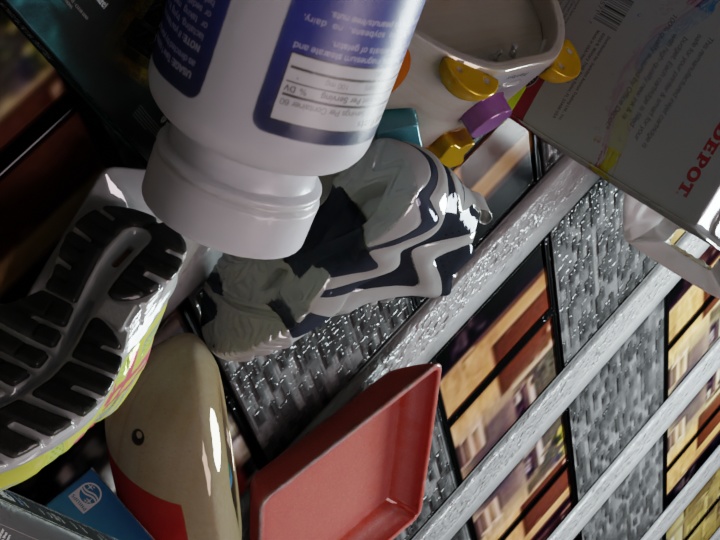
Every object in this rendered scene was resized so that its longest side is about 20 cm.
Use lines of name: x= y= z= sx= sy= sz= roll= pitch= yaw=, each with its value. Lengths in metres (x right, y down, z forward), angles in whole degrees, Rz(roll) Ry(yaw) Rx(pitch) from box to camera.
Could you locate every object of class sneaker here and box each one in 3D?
sneaker: x=0.000 y=0.000 z=0.976 sx=0.199 sy=0.080 sz=0.129 roll=-44 pitch=145 yaw=25
sneaker: x=-0.148 y=0.055 z=0.751 sx=0.200 sy=0.078 sz=0.091 roll=-49 pitch=164 yaw=-50

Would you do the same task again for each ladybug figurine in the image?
ladybug figurine: x=-0.116 y=0.121 z=0.966 sx=0.071 sy=0.137 sz=0.201 roll=-8 pitch=145 yaw=-4

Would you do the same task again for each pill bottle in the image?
pill bottle: x=-0.038 y=-0.115 z=0.756 sx=0.119 sy=0.119 sz=0.202 roll=-12 pitch=130 yaw=-52

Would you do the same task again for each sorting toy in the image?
sorting toy: x=0.033 y=-0.101 z=0.998 sx=0.199 sy=0.107 sz=0.180 roll=-19 pitch=155 yaw=-48

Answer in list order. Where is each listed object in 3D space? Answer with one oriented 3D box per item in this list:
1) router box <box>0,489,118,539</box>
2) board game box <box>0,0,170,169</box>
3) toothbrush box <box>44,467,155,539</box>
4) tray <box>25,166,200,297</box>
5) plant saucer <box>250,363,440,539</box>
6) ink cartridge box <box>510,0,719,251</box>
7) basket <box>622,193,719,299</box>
router box: x=-0.199 y=0.212 z=0.775 sx=0.150 sy=0.062 sz=0.202 roll=38 pitch=75 yaw=-48
board game box: x=-0.100 y=-0.142 z=0.787 sx=0.136 sy=0.028 sz=0.200 roll=-51 pitch=152 yaw=-8
toothbrush box: x=-0.214 y=0.233 z=0.923 sx=0.199 sy=0.085 sz=0.147 roll=-37 pitch=165 yaw=-29
tray: x=-0.150 y=0.029 z=0.872 sx=0.107 sy=0.022 sz=0.201 roll=-1 pitch=130 yaw=-57
plant saucer: x=-0.021 y=0.182 z=1.243 sx=0.199 sy=0.037 sz=0.201 roll=-36 pitch=147 yaw=-34
ink cartridge box: x=0.219 y=-0.126 z=1.120 sx=0.146 sy=0.199 sz=0.144 roll=-57 pitch=152 yaw=7
basket: x=0.314 y=-0.093 z=1.301 sx=0.123 sy=0.135 sz=0.201 roll=-41 pitch=150 yaw=-27
